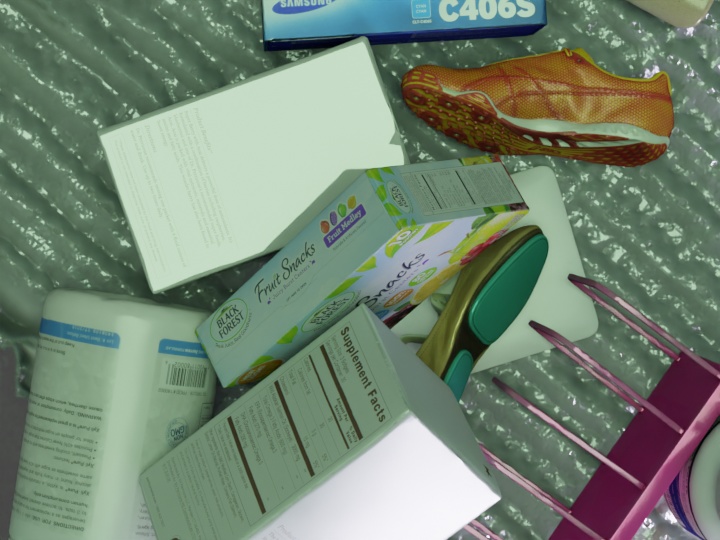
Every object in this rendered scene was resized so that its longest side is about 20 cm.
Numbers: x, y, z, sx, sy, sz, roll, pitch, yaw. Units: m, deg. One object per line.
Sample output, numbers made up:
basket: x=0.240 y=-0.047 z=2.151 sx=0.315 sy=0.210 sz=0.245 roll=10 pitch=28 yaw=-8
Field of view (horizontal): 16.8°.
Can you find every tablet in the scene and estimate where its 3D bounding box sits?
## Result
tablet: x=0.063 y=0.013 z=1.782 sx=0.198 sy=0.014 sz=0.131 roll=-17 pitch=92 yaw=-2

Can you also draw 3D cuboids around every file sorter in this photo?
file sorter: x=0.147 y=0.115 z=1.720 sx=0.125 sy=0.139 sz=0.201 roll=36 pitch=89 yaw=-7

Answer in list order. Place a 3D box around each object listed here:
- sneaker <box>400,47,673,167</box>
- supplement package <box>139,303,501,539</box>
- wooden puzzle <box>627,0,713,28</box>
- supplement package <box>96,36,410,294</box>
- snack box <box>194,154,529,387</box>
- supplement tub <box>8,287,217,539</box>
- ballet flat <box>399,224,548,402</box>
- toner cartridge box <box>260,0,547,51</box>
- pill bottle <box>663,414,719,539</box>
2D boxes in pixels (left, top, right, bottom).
sneaker: x=0.127 y=-0.125 z=1.766 sx=0.198 sy=0.073 sz=0.078 roll=9 pitch=68 yaw=-6
supplement package: x=-0.028 y=0.144 z=1.625 sx=0.199 sy=0.118 sz=0.117 roll=-37 pitch=130 yaw=10
wooden puzzle: x=0.206 y=-0.303 z=1.771 sx=0.184 sy=0.046 sz=0.201 roll=28 pitch=94 yaw=-2
supplement package: x=-0.071 y=-0.073 z=1.722 sx=0.198 sy=0.120 sz=0.122 roll=-19 pitch=92 yaw=-2
snack box: x=0.000 y=0.000 z=1.655 sx=0.200 sy=0.142 sz=0.053 roll=-42 pitch=68 yaw=36
supplement tub: x=-0.172 y=0.119 z=1.716 sx=0.131 sy=0.132 sz=0.202 roll=10 pitch=91 yaw=-2
ballet flat: x=0.062 y=0.044 z=1.738 sx=0.063 sy=0.069 sz=0.201 roll=22 pitch=70 yaw=29
toner cartridge box: x=0.029 y=-0.185 z=1.738 sx=0.198 sy=0.095 sz=0.044 roll=-4 pitch=90 yaw=-3
pill bottle: x=0.278 y=0.148 z=1.700 sx=0.115 sy=0.200 sz=0.117 roll=0 pitch=91 yaw=-3
